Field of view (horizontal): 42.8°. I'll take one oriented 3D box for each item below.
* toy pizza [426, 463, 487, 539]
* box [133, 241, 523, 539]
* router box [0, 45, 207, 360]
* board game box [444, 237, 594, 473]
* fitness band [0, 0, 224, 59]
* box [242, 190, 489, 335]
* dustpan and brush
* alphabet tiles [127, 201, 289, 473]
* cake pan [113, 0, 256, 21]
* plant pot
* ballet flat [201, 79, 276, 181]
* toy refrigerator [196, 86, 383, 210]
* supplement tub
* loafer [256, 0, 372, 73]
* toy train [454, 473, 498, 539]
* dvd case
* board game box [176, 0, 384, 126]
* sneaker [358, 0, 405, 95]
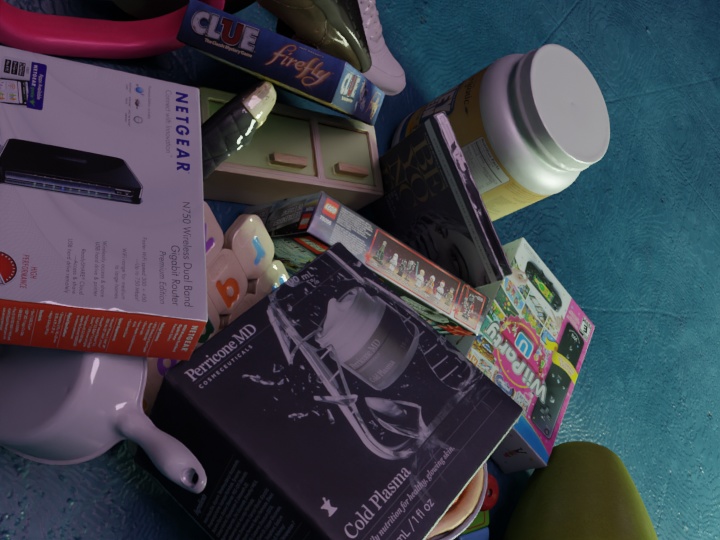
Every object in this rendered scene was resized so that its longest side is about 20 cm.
[{"bbox_3d":[0.019,0.146,0.788,0.196,0.032,0.202,12,41,-10],"label":"toy pizza"},{"bbox_3d":[-0.021,0.121,0.673,0.196,0.125,0.200,40,46,11],"label":"box"},{"bbox_3d":[-0.192,-0.049,0.590,0.176,0.049,0.203,8,53,-23],"label":"router box"},{"bbox_3d":[0.165,0.089,0.987,0.148,0.064,0.201,47,50,-18],"label":"board game box"},{"bbox_3d":[-0.201,-0.216,0.718,0.197,0.143,0.038,-4,69,-37],"label":"fitness band"},{"bbox_3d":[0.000,0.000,0.820,0.198,0.136,0.040,31,71,-29],"label":"box"},{"bbox_3d":[-0.169,0.082,0.591,0.057,0.199,0.141,32,89,-49],"label":"dustpan and brush"},{"bbox_3d":[-0.122,0.055,0.718,0.201,0.014,0.197,-55,138,-33],"label":"alphabet tiles"},{"bbox_3d":[-0.134,-0.273,0.760,0.198,0.200,0.037,-5,65,-42],"label":"cake pan"},{"bbox_3d":[0.216,0.274,0.901,0.187,0.186,0.201,43,36,-20],"label":"plant pot"},{"bbox_3d":[-0.129,-0.065,0.721,0.057,0.201,0.067,39,10,-10],"label":"ballet flat"},{"bbox_3d":[-0.073,-0.105,0.844,0.198,0.069,0.077,5,70,-41],"label":"toy refrigerator"},{"bbox_3d":[0.142,-0.133,0.954,0.143,0.199,0.147,16,63,-36],"label":"supplement tub"},{"bbox_3d":[-0.044,-0.234,0.833,0.200,0.070,0.074,38,38,-67],"label":"loafer"},{"bbox_3d":[0.040,0.248,0.812,0.198,0.084,0.118,-4,90,-42],"label":"toy train"},{"bbox_3d":[0.062,-0.048,0.860,0.016,0.200,0.151,-23,89,-21],"label":"dvd case"},{"bbox_3d":[-0.058,-0.171,0.785,0.134,0.200,0.035,24,97,7],"label":"board game box"},{"bbox_3d":[-0.012,-0.264,0.933,0.200,0.099,0.075,45,30,-20],"label":"sneaker"}]
